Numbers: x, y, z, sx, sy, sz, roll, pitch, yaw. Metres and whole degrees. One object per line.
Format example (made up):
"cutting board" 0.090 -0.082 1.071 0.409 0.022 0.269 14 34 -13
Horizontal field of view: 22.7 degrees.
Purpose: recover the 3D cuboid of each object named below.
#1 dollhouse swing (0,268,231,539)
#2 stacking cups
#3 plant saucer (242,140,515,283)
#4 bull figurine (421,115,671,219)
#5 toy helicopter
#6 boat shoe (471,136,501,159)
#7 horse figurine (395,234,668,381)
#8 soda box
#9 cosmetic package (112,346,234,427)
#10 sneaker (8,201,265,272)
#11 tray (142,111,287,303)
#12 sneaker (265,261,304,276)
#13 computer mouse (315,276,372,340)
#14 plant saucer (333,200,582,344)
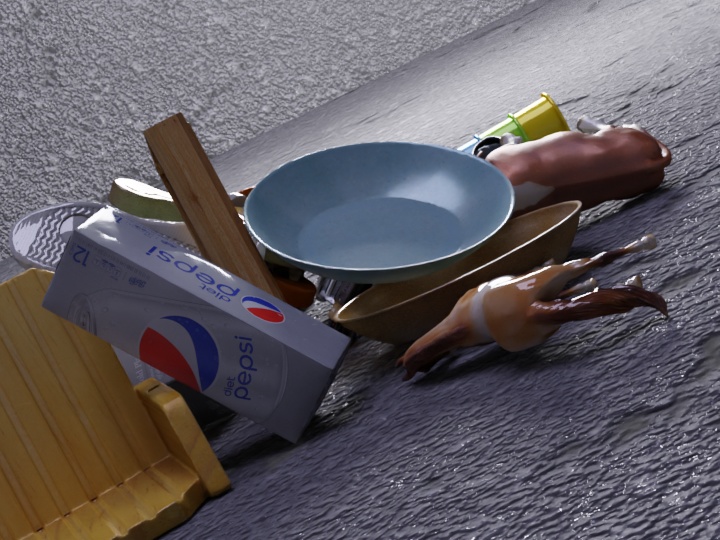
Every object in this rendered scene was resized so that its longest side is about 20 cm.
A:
"dollhouse swing" -0.225 0.107 1.205 0.199 0.177 0.182 -28 10 -14
"stacking cups" 0.109 -0.095 1.741 0.199 0.061 0.061 -32 10 -3
"plant saucer" 0.015 -0.035 1.319 0.199 0.039 0.201 -4 29 2
"bull figurine" 0.145 -0.079 1.427 0.198 0.066 0.122 -5 17 3
"toy helicopter" -0.120 -0.046 1.528 0.079 0.199 0.132 -68 23 16
"boat shoe" 0.122 -0.080 1.572 0.074 0.066 0.199 -23 11 14
"horse figurine" 0.111 0.022 1.143 0.132 0.050 0.200 -23 5 -23
"soda box" -0.110 0.036 1.222 0.064 0.199 0.068 -63 -2 20
"cosmetic package" -0.206 0.089 1.383 0.199 0.107 0.090 -24 -33 9
"sneaker" -0.183 0.007 1.439 0.199 0.074 0.118 5 -29 -11
"tray" -0.096 -0.012 1.336 0.037 0.201 0.099 -28 -12 -7
"sneaker" -0.134 0.030 1.563 0.199 0.074 0.089 -9 44 -22
"computer mouse" 0.000 0.000 1.481 0.200 0.044 0.110 -147 79 -83
"plant saucer" 0.077 0.007 1.310 0.199 0.036 0.200 -25 6 3
